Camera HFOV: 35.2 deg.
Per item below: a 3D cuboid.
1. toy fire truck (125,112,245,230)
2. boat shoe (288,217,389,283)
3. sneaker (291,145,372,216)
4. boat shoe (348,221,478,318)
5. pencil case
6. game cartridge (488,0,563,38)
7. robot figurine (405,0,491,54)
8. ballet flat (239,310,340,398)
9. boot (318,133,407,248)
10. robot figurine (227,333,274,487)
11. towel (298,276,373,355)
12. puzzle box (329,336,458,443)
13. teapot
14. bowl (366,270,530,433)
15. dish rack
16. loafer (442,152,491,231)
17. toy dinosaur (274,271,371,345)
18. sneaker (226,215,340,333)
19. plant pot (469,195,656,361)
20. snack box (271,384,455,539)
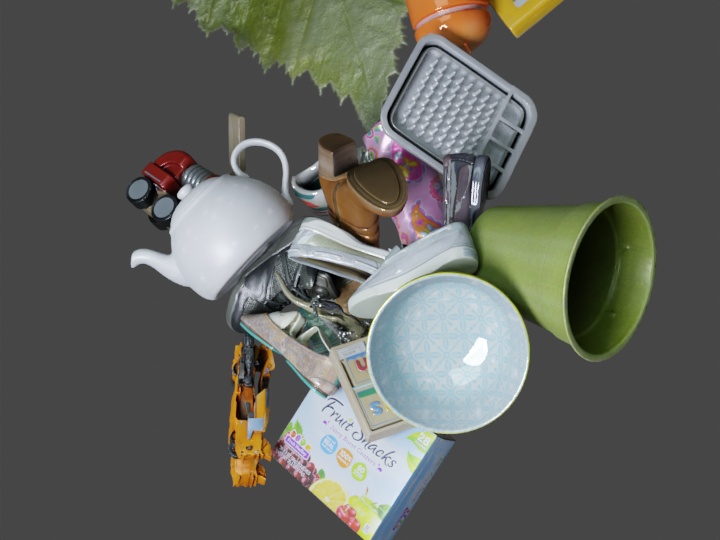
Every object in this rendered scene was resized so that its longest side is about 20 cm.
[{"bbox_3d":[-0.245,-0.145,1.755,0.175,0.129,0.200,33,79,33],"label":"toy fire truck"},{"bbox_3d":[0.000,-0.001,1.552,0.201,0.074,0.065,29,71,-4],"label":"boat shoe"},{"bbox_3d":[-0.009,-0.142,1.631,0.198,0.093,0.071,-21,65,21],"label":"sneaker"},{"bbox_3d":[0.065,0.000,1.457,0.200,0.070,0.072,-28,52,32],"label":"boat shoe"},{"bbox_3d":[0.068,-0.114,1.560,0.087,0.087,0.202,-23,81,20],"label":"pencil case"},{"bbox_3d":[0.254,-0.459,1.630,0.200,0.032,0.177,-40,60,13],"label":"game cartridge"},{"bbox_3d":[0.121,-0.391,1.615,0.143,0.116,0.202,-16,84,30],"label":"robot figurine"},{"bbox_3d":[-0.086,0.097,1.548,0.200,0.068,0.067,37,92,35],"label":"ballet flat"},{"bbox_3d":[0.005,-0.079,1.533,0.076,0.156,0.200,-28,41,-25],"label":"boot"},{"bbox_3d":[-0.153,0.190,1.586,0.058,0.145,0.201,5,54,-10],"label":"robot figurine"},{"bbox_3d":[-0.025,0.032,1.626,0.146,0.022,0.201,-29,62,18],"label":"towel"},{"bbox_3d":[0.073,0.132,1.472,0.198,0.026,0.134,-17,62,-18],"label":"puzzle box"},{"bbox_3d":[-0.198,-0.069,1.616,0.146,0.200,0.197,45,130,2],"label":"teapot"},{"bbox_3d":[0.111,0.090,1.411,0.198,0.108,0.202,2,102,7],"label":"bowl"},{"bbox_3d":[0.129,-0.204,1.537,0.173,0.199,0.043,-62,13,-19],"label":"dish rack"},{"bbox_3d":[0.126,-0.055,1.489,0.062,0.072,0.202,12,101,15],"label":"loafer"},{"bbox_3d":[-0.037,0.062,1.525,0.199,0.088,0.048,30,94,-1],"label":"toy dinosaur"},{"bbox_3d":[-0.104,0.028,1.614,0.199,0.076,0.114,-46,53,3],"label":"sneaker"},{"bbox_3d":[0.235,-0.008,1.417,0.189,0.199,0.202,16,81,43],"label":"plant pot"},{"bbox_3d":[0.001,0.236,1.517,0.200,0.068,0.169,36,96,31],"label":"snack box"}]
